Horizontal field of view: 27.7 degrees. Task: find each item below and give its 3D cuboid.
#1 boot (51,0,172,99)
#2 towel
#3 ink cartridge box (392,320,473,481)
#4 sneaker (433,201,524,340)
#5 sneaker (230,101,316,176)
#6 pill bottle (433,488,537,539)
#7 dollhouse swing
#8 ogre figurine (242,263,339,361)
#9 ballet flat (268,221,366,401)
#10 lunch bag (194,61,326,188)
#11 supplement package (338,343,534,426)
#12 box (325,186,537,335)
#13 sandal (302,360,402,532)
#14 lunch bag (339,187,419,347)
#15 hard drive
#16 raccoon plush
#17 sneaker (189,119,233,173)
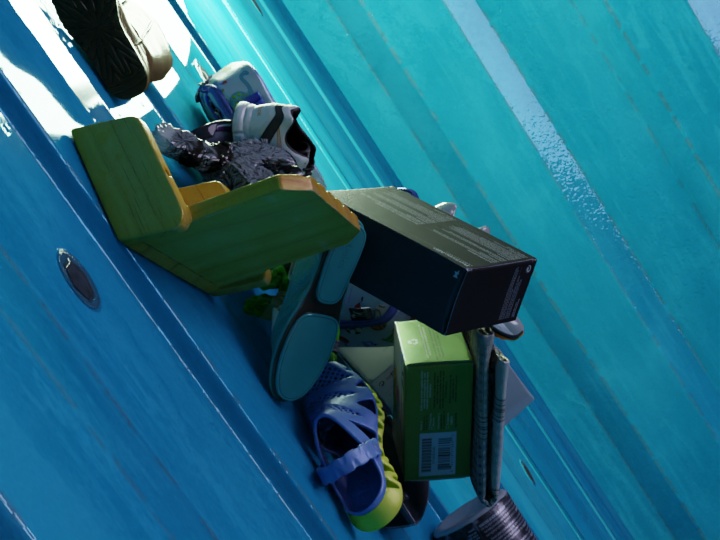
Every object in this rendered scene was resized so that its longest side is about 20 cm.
[{"bbox_3d":[-0.274,-0.278,1.618,0.200,0.066,0.176,-88,158,-73],"label":"boot"},{"bbox_3d":[0.129,0.128,1.604,0.193,0.034,0.201,-108,-164,-72],"label":"towel"},{"bbox_3d":[0.071,0.118,1.627,0.200,0.075,0.148,-106,-166,-63],"label":"ink cartridge box"},{"bbox_3d":[0.142,-0.004,1.799,0.200,0.092,0.076,48,-5,9],"label":"sneaker"},{"bbox_3d":[-0.085,-0.108,1.697,0.074,0.080,0.200,-74,153,-47],"label":"sneaker"},{"bbox_3d":[0.181,0.372,1.748,0.200,0.106,0.106,58,9,-1],"label":"pill bottle"},{"bbox_3d":[-0.129,-0.083,1.376,0.182,0.175,0.200,62,11,24],"label":"dollhouse swing"},{"bbox_3d":[-0.060,0.022,1.587,0.200,0.098,0.120,41,44,-32],"label":"ogre figurine"},{"bbox_3d":[-0.052,0.032,1.472,0.067,0.201,0.070,15,9,-37],"label":"ballet flat"},{"bbox_3d":[-0.129,-0.173,1.884,0.200,0.082,0.161,57,-8,-16],"label":"lunch bag"},{"bbox_3d":[0.084,0.119,1.832,0.200,0.152,0.151,52,-5,-36],"label":"supplement package"},{"bbox_3d":[0.059,-0.015,1.516,0.200,0.079,0.141,29,19,31],"label":"box"},{"bbox_3d":[-0.018,0.163,1.476,0.087,0.079,0.200,45,14,-44],"label":"sandal"},{"bbox_3d":[0.000,0.000,1.741,0.076,0.160,0.201,50,48,-48],"label":"lunch bag"},{"bbox_3d":[0.025,0.215,1.631,0.135,0.042,0.200,58,9,-2],"label":"hard drive"},{"bbox_3d":[-0.154,-0.084,1.638,0.199,0.134,0.097,27,37,-4],"label":"raccoon plush"},{"bbox_3d":[-0.148,-0.115,1.717,0.088,0.074,0.200,65,9,13],"label":"sneaker"}]
